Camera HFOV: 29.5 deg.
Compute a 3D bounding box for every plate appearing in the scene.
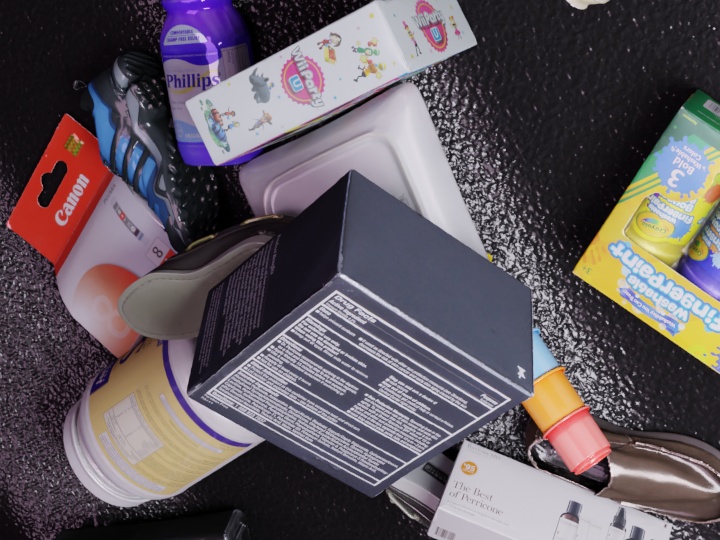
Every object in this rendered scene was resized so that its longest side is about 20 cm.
[{"bbox_3d":[-0.002,-0.033,1.185,0.199,0.032,0.201,-23,87,29],"label":"plate"}]

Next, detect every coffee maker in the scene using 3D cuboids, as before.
[{"bbox_3d":[-0.211,0.308,1.410,0.199,0.193,0.135,-7,129,7],"label":"coffee maker"}]

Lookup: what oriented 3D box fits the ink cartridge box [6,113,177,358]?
[{"bbox_3d":[-0.262,-0.032,1.363,0.200,0.050,0.162,39,120,4],"label":"ink cartridge box"}]

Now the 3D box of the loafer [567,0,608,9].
[{"bbox_3d":[0.119,-0.272,1.075,0.200,0.076,0.068,50,123,13],"label":"loafer"}]

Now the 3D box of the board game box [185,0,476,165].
[{"bbox_3d":[-0.023,-0.164,1.138,0.199,0.147,0.065,-24,95,31],"label":"board game box"}]

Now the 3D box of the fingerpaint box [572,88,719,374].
[{"bbox_3d":[0.297,-0.015,1.079,0.200,0.073,0.167,36,120,10],"label":"fingerpaint box"}]

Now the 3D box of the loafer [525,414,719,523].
[{"bbox_3d":[0.231,0.178,1.186,0.199,0.071,0.073,13,114,21],"label":"loafer"}]

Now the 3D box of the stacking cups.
[{"bbox_3d":[0.139,0.081,1.164,0.061,0.060,0.201,-45,66,31],"label":"stacking cups"}]

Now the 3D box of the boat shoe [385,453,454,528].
[{"bbox_3d":[0.050,0.199,1.281,0.200,0.071,0.064,37,135,19],"label":"boat shoe"}]

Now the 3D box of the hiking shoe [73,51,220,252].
[{"bbox_3d":[-0.198,-0.103,1.297,0.086,0.074,0.201,-23,87,33],"label":"hiking shoe"}]

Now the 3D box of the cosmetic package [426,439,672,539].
[{"bbox_3d":[0.167,0.227,1.204,0.199,0.083,0.051,21,136,6],"label":"cosmetic package"}]

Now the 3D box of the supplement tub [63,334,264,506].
[{"bbox_3d":[-0.180,0.134,1.328,0.200,0.145,0.146,-34,92,31],"label":"supplement tub"}]

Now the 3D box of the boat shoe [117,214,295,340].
[{"bbox_3d":[-0.130,0.006,1.213,0.200,0.061,0.072,-19,116,33],"label":"boat shoe"}]

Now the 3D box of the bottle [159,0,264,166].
[{"bbox_3d":[-0.138,-0.196,1.230,0.083,0.065,0.201,2,110,30],"label":"bottle"}]

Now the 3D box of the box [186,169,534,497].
[{"bbox_3d":[0.003,0.056,1.100,0.200,0.124,0.198,32,132,-25],"label":"box"}]
